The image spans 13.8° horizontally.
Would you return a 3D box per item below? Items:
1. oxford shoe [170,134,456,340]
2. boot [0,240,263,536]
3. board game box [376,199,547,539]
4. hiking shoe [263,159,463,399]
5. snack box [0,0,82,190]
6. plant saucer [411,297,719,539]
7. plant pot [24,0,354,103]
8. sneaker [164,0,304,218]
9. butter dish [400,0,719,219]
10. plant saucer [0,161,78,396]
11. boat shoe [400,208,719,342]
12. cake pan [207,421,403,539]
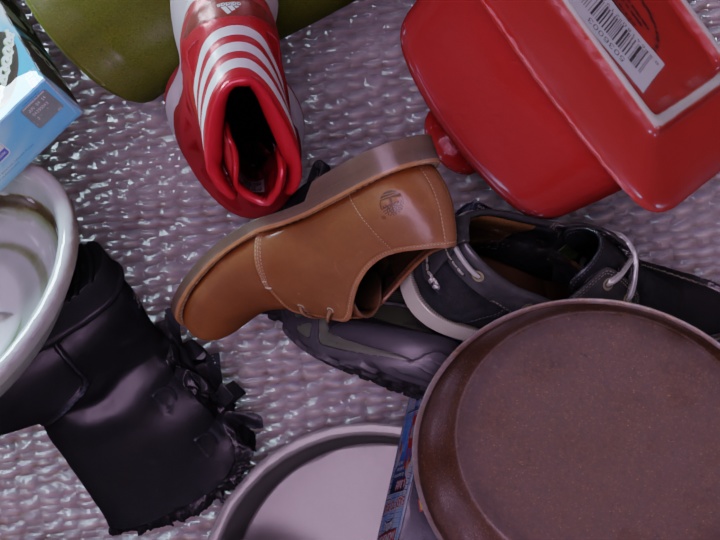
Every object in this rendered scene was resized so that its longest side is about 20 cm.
[{"bbox_3d":[-0.027,0.002,1.566,0.200,0.071,0.071,-31,77,42],"label":"oxford shoe"},{"bbox_3d":[-0.169,0.088,1.687,0.198,0.073,0.163,-32,120,10],"label":"boot"},{"bbox_3d":[0.100,0.097,1.653,0.200,0.062,0.200,29,78,-6],"label":"board game box"},{"bbox_3d":[0.000,0.000,1.637,0.200,0.076,0.101,32,97,51],"label":"hiking shoe"},{"bbox_3d":[-0.235,-0.107,1.670,0.116,0.200,0.037,-43,130,7],"label":"snack box"},{"bbox_3d":[0.128,0.098,1.562,0.200,0.035,0.201,6,118,11],"label":"plant saucer"},{"bbox_3d":[-0.087,-0.198,1.646,0.193,0.200,0.201,-36,87,20],"label":"plant pot"},{"bbox_3d":[-0.067,-0.062,1.597,0.078,0.200,0.116,-9,55,3],"label":"sneaker"},{"bbox_3d":[0.096,-0.105,1.633,0.148,0.199,0.200,-37,88,31],"label":"butter dish"},{"bbox_3d":[-0.228,0.030,1.615,0.200,0.200,0.050,-32,130,8],"label":"plant saucer"},{"bbox_3d":[0.123,0.011,1.587,0.199,0.072,0.068,12,138,-24],"label":"boat shoe"},{"bbox_3d":[0.008,0.186,1.707,0.200,0.037,0.201,0,92,8],"label":"cake pan"}]
